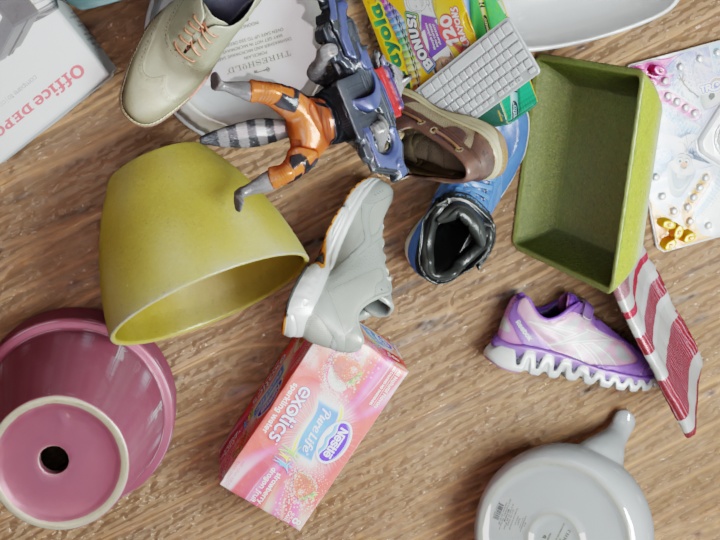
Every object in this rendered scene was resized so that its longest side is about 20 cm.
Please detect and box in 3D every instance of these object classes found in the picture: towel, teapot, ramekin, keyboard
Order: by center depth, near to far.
[{"bbox_3d":[0.088,-0.162,1.129,0.011,0.200,0.056,-35,92,-40],"label":"keyboard"},{"bbox_3d":[-0.107,-0.215,1.146,0.200,0.094,0.204,-1,102,-6],"label":"ramekin"},{"bbox_3d":[0.299,0.050,1.231,0.023,0.144,0.201,-22,107,26],"label":"towel"},{"bbox_3d":[0.220,0.274,1.275,0.199,0.146,0.199,-25,79,21],"label":"teapot"}]

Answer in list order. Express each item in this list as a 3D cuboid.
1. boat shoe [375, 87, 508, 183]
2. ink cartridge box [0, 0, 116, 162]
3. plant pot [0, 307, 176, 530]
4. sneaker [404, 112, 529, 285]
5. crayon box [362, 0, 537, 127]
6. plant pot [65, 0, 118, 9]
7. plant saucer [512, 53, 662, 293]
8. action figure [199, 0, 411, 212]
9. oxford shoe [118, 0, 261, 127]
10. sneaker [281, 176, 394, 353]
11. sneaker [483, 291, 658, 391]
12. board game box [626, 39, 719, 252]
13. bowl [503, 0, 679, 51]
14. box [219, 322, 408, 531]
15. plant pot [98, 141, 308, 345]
[{"bbox_3d":[0.040,-0.121,1.141,0.072,0.199,0.073,-30,132,-40],"label":"boat shoe"},{"bbox_3d":[-0.345,-0.218,1.123,0.145,0.084,0.200,-37,104,2],"label":"ink cartridge box"},{"bbox_3d":[-0.278,0.153,1.167,0.198,0.179,0.202,-2,104,-7],"label":"plant pot"},{"bbox_3d":[0.113,-0.076,1.194,0.076,0.111,0.201,31,97,-12],"label":"sneaker"},{"bbox_3d":[0.076,-0.230,1.149,0.058,0.118,0.201,-35,109,-40],"label":"crayon box"},{"bbox_3d":[-0.226,-0.307,1.063,0.198,0.200,0.136,-18,109,-2],"label":"plant pot"},{"bbox_3d":[0.221,-0.098,1.164,0.047,0.200,0.202,1,103,-21],"label":"plant saucer"},{"bbox_3d":[-0.045,-0.162,1.081,0.192,0.104,0.202,-18,96,-26],"label":"action figure"},{"bbox_3d":[-0.145,-0.209,1.056,0.071,0.074,0.201,35,97,-12],"label":"oxford shoe"},{"bbox_3d":[0.000,0.000,1.175,0.091,0.076,0.201,26,58,3],"label":"sneaker"},{"bbox_3d":[0.231,0.070,1.262,0.198,0.080,0.089,10,94,-8],"label":"sneaker"},{"bbox_3d":[0.385,-0.137,1.256,0.198,0.026,0.202,-15,104,-3],"label":"board game box"},{"bbox_3d":[0.199,-0.322,1.168,0.198,0.075,0.202,-15,103,-3],"label":"bowl"},{"bbox_3d":[-0.050,0.145,1.234,0.102,0.095,0.201,33,97,-13],"label":"box"},{"bbox_3d":[-0.167,-0.035,1.147,0.199,0.200,0.143,-24,80,-1],"label":"plant pot"}]
